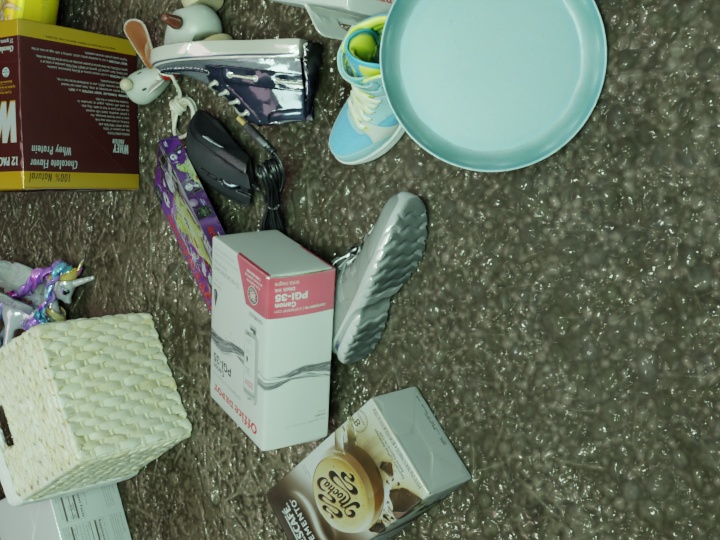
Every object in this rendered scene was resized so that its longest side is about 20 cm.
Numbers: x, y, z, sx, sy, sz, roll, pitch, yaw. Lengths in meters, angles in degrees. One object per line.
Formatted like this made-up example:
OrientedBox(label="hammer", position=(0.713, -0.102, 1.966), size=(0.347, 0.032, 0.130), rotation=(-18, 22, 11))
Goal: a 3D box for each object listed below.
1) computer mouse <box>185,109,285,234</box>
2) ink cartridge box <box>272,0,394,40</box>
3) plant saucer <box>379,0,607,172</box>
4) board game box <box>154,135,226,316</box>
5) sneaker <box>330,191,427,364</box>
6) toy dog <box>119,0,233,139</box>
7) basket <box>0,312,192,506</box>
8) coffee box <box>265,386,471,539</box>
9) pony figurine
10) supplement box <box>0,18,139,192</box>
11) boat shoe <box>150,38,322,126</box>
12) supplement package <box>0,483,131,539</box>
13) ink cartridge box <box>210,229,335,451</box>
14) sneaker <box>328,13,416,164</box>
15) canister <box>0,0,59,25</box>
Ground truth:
OrientedBox(label="computer mouse", position=(-0.154, -0.130, 1.093), size=(0.200, 0.046, 0.141), rotation=(50, 151, 26))
OrientedBox(label="ink cartridge box", position=(-0.006, -0.328, 0.939), size=(0.125, 0.128, 0.200), rotation=(20, 105, 38))
OrientedBox(label="plant saucer", position=(0.117, -0.188, 0.849), size=(0.200, 0.027, 0.201), rotation=(0, 96, 0))
OrientedBox(label="board game box", position=(-0.198, -0.049, 1.154), size=(0.200, 0.032, 0.120), rotation=(62, 159, 19))
OrientedBox(label="sneaker", position=(0.000, 0.000, 0.991), size=(0.082, 0.075, 0.200), rotation=(40, 118, 29))
OrientedBox(label="toy dog", position=(-0.237, -0.263, 1.159), size=(0.132, 0.096, 0.200), rotation=(53, 123, 25))
OrientedBox(label="basket", position=(-0.358, 0.171, 1.226), size=(0.161, 0.200, 0.198), rotation=(-33, 72, 34))
OrientedBox(label="coffee box", position=(0.003, 0.226, 1.001), size=(0.200, 0.080, 0.113), rotation=(-46, 65, 32))
OrientedBox(label="pony figurine", position=(-0.489, 0.061, 1.379), size=(0.193, 0.167, 0.200), rotation=(15, 101, 6))
OrientedBox(label="supplement box", position=(-0.402, -0.202, 1.226), size=(0.133, 0.197, 0.200), rotation=(1, 95, 31))
OrientedBox(label="boat shoe", position=(-0.141, -0.207, 1.065), size=(0.200, 0.075, 0.093), rotation=(2, 98, 17))
OrientedBox(label="supplement package", position=(-0.409, 0.395, 1.340), size=(0.156, 0.111, 0.200), rotation=(-28, 74, 37))
OrientedBox(label="ink cartridge box", position=(-0.098, 0.073, 1.033), size=(0.146, 0.083, 0.200), rotation=(31, 123, 53))
OrientedBox(label="sneaker", position=(0.005, -0.181, 0.939), size=(0.200, 0.130, 0.080), rotation=(-46, 66, 33))
OrientedBox(label="canister", position=(-0.479, -0.335, 1.348), size=(0.149, 0.086, 0.200), rotation=(43, 124, 54))
